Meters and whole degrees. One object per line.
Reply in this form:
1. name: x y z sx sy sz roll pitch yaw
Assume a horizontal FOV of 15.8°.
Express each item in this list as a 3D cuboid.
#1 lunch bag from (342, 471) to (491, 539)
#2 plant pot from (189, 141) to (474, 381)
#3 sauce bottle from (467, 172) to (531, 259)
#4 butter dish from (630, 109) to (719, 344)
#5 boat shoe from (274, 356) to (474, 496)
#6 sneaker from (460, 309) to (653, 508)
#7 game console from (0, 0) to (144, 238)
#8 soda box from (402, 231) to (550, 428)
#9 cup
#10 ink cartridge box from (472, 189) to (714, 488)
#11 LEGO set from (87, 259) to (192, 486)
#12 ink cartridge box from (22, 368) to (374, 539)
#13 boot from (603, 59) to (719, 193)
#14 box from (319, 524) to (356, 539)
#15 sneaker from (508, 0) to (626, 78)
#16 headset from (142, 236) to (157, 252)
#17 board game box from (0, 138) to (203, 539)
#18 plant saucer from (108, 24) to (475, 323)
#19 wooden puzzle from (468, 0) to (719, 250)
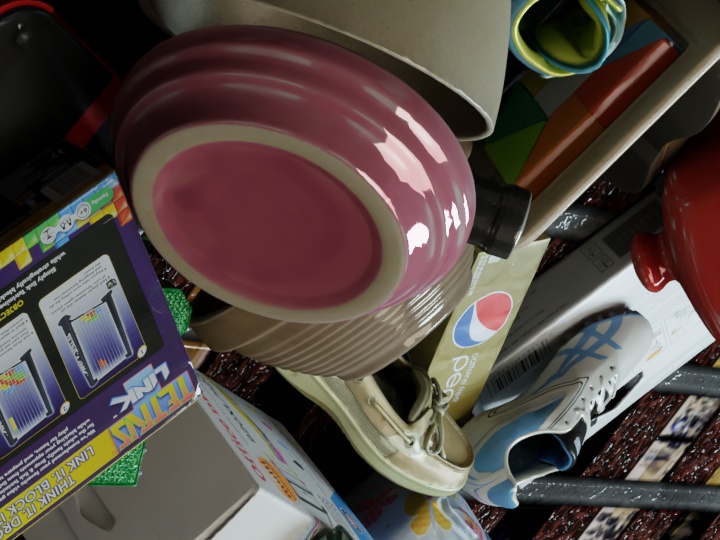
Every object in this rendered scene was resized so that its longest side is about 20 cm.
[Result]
1. lunch bag: 0.012 0.220 1.844 0.169 0.200 0.127 -38 103 -1
2. plant pot: 0.000 0.000 1.541 0.201 0.093 0.201 -36 -169 9
3. sauce bottle: -0.006 -0.057 1.411 0.065 0.199 0.065 -159 -90 -87
4. butter dish: 0.259 -0.025 1.791 0.147 0.200 0.200 -19 111 16
5. boat shoe: 0.015 0.074 1.696 0.063 0.073 0.201 -32 118 26
6. sneaker: 0.145 0.101 1.836 0.200 0.072 0.072 -38 149 -29
7. game console: -0.198 -0.035 1.387 0.200 0.031 0.177 -51 134 -8
8. soda box: 0.055 0.039 1.769 0.068 0.064 0.200 -11 138 -38
9. cup: 0.001 -0.172 1.375 0.200 0.200 0.144 33 75 -56
10. ink cartridge box: 0.168 0.053 1.921 0.200 0.044 0.174 -36 148 -8
11. LEGO set: -0.207 0.049 1.502 0.199 0.116 0.154 -5 110 -34
12. ink cartridge box: -0.108 0.165 1.673 0.145 0.147 0.200 -44 148 5
13. boot: 0.210 -0.124 1.709 0.075 0.074 0.200 -40 172 -21
14. box: -0.058 0.261 1.672 0.200 0.036 0.144 -41 148 -2
15. sneaker: 0.130 -0.164 1.544 0.200 0.131 0.080 -7 135 -44
16. headset: -0.067 -0.078 1.522 0.199 0.094 0.124 -12 143 -14
17. board game box: -0.195 0.053 1.373 0.200 0.057 0.166 -36 132 -23
18. plant saucer: -0.041 -0.040 1.352 0.201 0.200 0.051 89 17 -50
19. wooden puzzle: 0.136 -0.109 1.593 0.200 0.185 0.037 -40 111 6
